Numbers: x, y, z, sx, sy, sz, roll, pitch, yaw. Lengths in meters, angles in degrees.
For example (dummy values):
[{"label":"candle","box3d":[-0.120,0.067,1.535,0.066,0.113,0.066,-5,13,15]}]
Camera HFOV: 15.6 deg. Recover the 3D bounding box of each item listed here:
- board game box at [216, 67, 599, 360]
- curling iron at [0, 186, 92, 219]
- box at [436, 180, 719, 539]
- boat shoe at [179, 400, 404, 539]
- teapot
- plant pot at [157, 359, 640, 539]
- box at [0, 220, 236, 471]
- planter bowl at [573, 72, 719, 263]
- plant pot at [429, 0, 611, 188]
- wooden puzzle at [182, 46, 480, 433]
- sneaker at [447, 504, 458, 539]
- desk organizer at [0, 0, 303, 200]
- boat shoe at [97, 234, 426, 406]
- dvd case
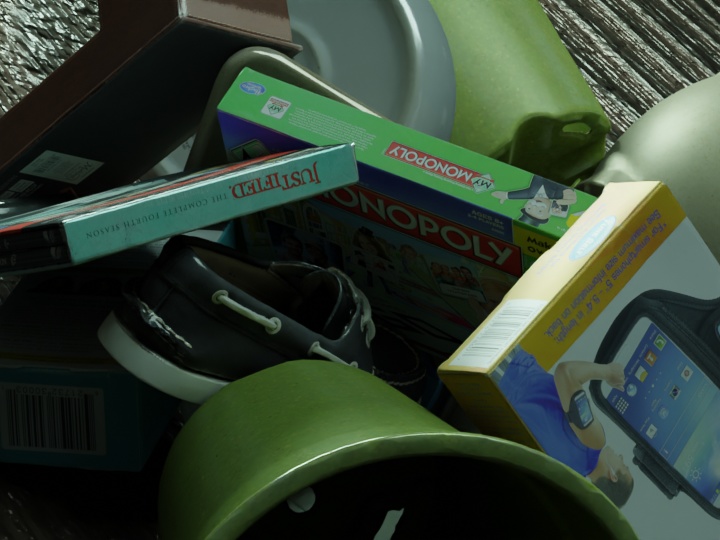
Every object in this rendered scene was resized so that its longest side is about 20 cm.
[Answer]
[{"label":"board game box","box3d":[0.035,-0.009,1.183,0.200,0.135,0.029,22,60,21]},{"label":"curling iron","box3d":[-0.137,-0.035,1.315,0.200,0.050,0.026,-7,55,-23]},{"label":"box","box3d":[0.130,0.076,1.080,0.200,0.119,0.041,53,-26,-19]},{"label":"boat shoe","box3d":[-0.019,0.097,1.222,0.200,0.073,0.062,40,-19,41]},{"label":"teapot","box3d":[-0.030,-0.085,1.448,0.197,0.200,0.146,15,-9,15]},{"label":"plant pot","box3d":[-0.004,0.122,1.030,0.200,0.200,0.190,20,13,-19]},{"label":"box","box3d":[-0.116,0.028,1.207,0.082,0.049,0.200,3,21,9]},{"label":"planter bowl","box3d":[0.201,-0.012,1.543,0.135,0.200,0.200,-16,43,-23]},{"label":"plant pot","box3d":[0.048,-0.112,1.580,0.200,0.200,0.184,-2,49,-50]},{"label":"wooden puzzle","box3d":[0.000,0.000,1.286,0.200,0.185,0.037,28,49,3]},{"label":"sneaker","box3d":[0.086,0.169,1.114,0.078,0.066,0.200,49,27,-56]},{"label":"desk organizer","box3d":[-0.119,-0.104,1.309,0.072,0.200,0.077,11,60,-36]},{"label":"boat shoe","box3d":[-0.029,0.025,1.150,0.200,0.060,0.074,15,25,-48]},{"label":"dvd case","box3d":[-0.113,-0.022,1.146,0.146,0.022,0.200,-18,7,-34]}]
